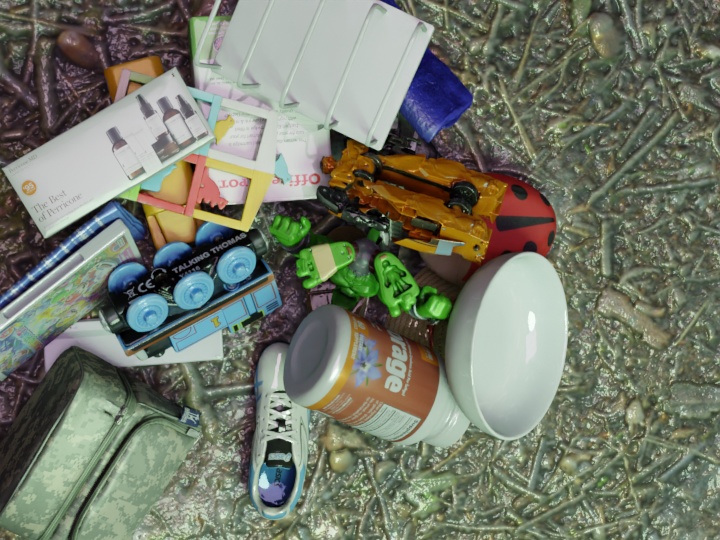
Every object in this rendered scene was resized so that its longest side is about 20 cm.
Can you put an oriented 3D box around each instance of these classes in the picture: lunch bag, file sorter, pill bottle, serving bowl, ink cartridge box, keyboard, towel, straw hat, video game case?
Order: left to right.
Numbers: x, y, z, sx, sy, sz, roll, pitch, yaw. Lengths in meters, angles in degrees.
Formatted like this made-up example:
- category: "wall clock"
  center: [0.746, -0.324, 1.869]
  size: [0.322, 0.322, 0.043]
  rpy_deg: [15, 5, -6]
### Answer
- category: "video game case"
  center: [-0.316, 0.034, 1.137]
  size: [0.200, 0.143, 0.018]
  rpy_deg: [-40, 81, -13]
- category: "towel"
  center: [-0.314, 0.007, 1.143]
  size: [0.200, 0.145, 0.024]
  rpy_deg: [-42, 86, -6]
- category: "lunch bag"
  center: [-0.283, 0.202, 1.169]
  size: [0.167, 0.139, 0.201]
  rpy_deg: [34, 86, -28]
- category: "keyboard"
  center: [-0.255, 0.080, 1.229]
  size: [0.198, 0.011, 0.057]
  rpy_deg: [-4, 98, -12]
- category: "ink cartridge box"
  center: [-0.112, -0.176, 1.209]
  size: [0.144, 0.084, 0.202]
  rpy_deg: [-5, 94, -12]
- category: "file sorter"
  center: [-0.045, -0.222, 1.083]
  size: [0.198, 0.125, 0.140]
  rpy_deg: [25, 101, 1]
- category: "pill bottle"
  center: [0.024, 0.121, 1.180]
  size: [0.199, 0.112, 0.113]
  rpy_deg: [25, 87, -29]
- category: "towel"
  center: [0.041, -0.241, 1.204]
  size: [0.049, 0.148, 0.200]
  rpy_deg: [-41, 93, 26]
- category: "straw hat"
  center: [0.127, 0.080, 1.274]
  size: [0.199, 0.085, 0.204]
  rpy_deg: [-1, 93, -13]
- category: "serving bowl"
  center: [0.149, 0.077, 1.180]
  size: [0.199, 0.065, 0.203]
  rpy_deg: [-11, 105, -50]

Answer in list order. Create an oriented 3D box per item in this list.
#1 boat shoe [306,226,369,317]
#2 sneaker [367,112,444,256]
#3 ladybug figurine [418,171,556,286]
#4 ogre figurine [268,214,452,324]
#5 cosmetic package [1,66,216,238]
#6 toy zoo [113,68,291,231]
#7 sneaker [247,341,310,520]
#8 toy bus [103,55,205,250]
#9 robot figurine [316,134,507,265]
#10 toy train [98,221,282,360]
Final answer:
- category: "boat shoe"
  center: [-0.027, 0.051, 1.260]
  size: [0.072, 0.063, 0.203]
  rpy_deg: [4, 85, -2]
- category: "sneaker"
  center: [0.055, -0.106, 1.259]
  size: [0.089, 0.066, 0.203]
  rpy_deg: [3, 90, -10]
- category: "ladybug figurine"
  center: [0.155, -0.050, 1.259]
  size: [0.198, 0.072, 0.137]
  rpy_deg: [-10, 87, -32]
- category: "ogre figurine"
  center: [0.000, 0.000, 1.174]
  size: [0.198, 0.120, 0.099]
  rpy_deg: [6, 88, 0]
- category: "cosmetic package"
  center: [-0.251, -0.119, 1.099]
  size: [0.199, 0.051, 0.083]
  rpy_deg: [-32, 96, -5]
- category: "toy zoo"
  center: [-0.169, -0.121, 1.147]
  size: [0.198, 0.020, 0.133]
  rpy_deg: [15, 91, -9]
- category: "sneaker"
  center: [-0.090, 0.183, 1.239]
  size: [0.071, 0.072, 0.203]
  rpy_deg: [2, 91, -11]
- category: "toy bus"
  center: [-0.221, -0.125, 1.190]
  size: [0.064, 0.078, 0.202]
  rpy_deg: [-16, 96, -11]
- category: "robot figurine"
  center: [0.049, -0.079, 1.163]
  size: [0.198, 0.059, 0.146]
  rpy_deg: [18, 48, 8]
- category: "toy train"
  center: [-0.183, 0.027, 1.182]
  size: [0.199, 0.087, 0.115]
  rpy_deg: [-29, 137, -14]
